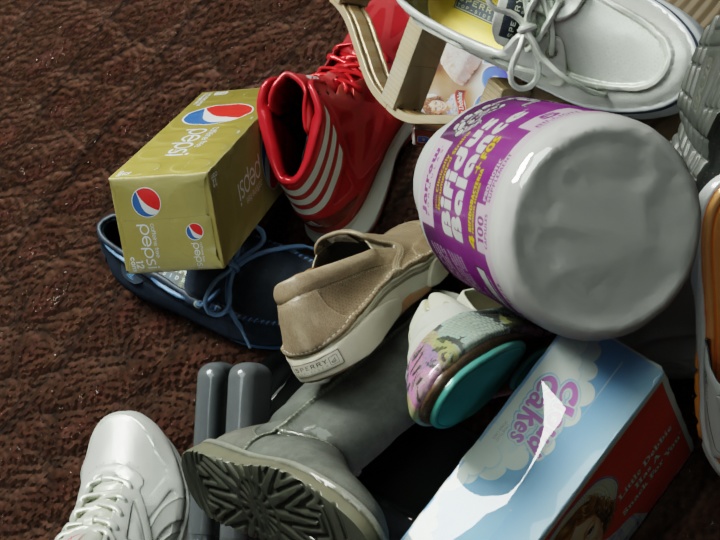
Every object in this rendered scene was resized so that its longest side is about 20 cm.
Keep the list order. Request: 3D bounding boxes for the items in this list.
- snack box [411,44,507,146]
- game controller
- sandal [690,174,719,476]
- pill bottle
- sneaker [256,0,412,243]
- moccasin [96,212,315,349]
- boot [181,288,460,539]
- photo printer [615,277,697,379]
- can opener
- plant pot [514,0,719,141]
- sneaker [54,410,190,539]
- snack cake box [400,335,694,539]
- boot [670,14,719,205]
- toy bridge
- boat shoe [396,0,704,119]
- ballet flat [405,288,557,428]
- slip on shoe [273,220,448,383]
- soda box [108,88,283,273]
[{"bbox_3d":[0.079,-0.175,1.110,0.071,0.024,0.202,5,62,2],"label":"snack box"},{"bbox_3d":[-0.006,0.119,0.990,0.199,0.042,0.104,25,60,32],"label":"game controller"},{"bbox_3d":[0.215,0.048,0.829,0.078,0.209,0.059,-18,26,0],"label":"sandal"},{"bbox_3d":[0.094,-0.036,0.852,0.112,0.112,0.200,-43,17,-4],"label":"pill bottle"},{"bbox_3d":[-0.007,-0.128,1.077,0.077,0.116,0.202,1,63,24],"label":"sneaker"},{"bbox_3d":[-0.100,0.006,1.070,0.198,0.068,0.081,8,65,27],"label":"moccasin"},{"bbox_3d":[0.014,0.088,0.918,0.199,0.073,0.181,-27,30,-32],"label":"boot"},{"bbox_3d":[0.240,-0.021,0.937,0.198,0.070,0.168,-6,60,20],"label":"photo printer"},{"bbox_3d":[-0.088,0.156,0.962,0.052,0.066,0.203,-1,78,34],"label":"can opener"},{"bbox_3d":[0.165,-0.147,0.974,0.200,0.093,0.201,-32,23,15],"label":"plant pot"},{"bbox_3d":[-0.155,0.171,0.980,0.077,0.100,0.202,-13,58,16],"label":"sneaker"},{"bbox_3d":[0.097,0.139,0.880,0.067,0.115,0.201,32,78,34],"label":"snack cake box"},{"bbox_3d":[0.221,-0.041,0.857,0.129,0.201,0.068,11,35,-18],"label":"boot"},{"bbox_3d":[0.036,-0.132,1.018,0.200,0.027,0.068,48,127,41],"label":"toy bridge"},{"bbox_3d":[0.098,-0.141,0.886,0.201,0.086,0.075,29,107,34],"label":"boat shoe"},{"bbox_3d":[0.072,0.041,0.894,0.071,0.199,0.069,46,120,22],"label":"ballet flat"},{"bbox_3d":[0.000,0.000,0.970,0.076,0.061,0.200,-21,13,32],"label":"slip on shoe"},{"bbox_3d":[-0.098,-0.064,1.041,0.067,0.065,0.200,-3,21,13],"label":"soda box"}]
